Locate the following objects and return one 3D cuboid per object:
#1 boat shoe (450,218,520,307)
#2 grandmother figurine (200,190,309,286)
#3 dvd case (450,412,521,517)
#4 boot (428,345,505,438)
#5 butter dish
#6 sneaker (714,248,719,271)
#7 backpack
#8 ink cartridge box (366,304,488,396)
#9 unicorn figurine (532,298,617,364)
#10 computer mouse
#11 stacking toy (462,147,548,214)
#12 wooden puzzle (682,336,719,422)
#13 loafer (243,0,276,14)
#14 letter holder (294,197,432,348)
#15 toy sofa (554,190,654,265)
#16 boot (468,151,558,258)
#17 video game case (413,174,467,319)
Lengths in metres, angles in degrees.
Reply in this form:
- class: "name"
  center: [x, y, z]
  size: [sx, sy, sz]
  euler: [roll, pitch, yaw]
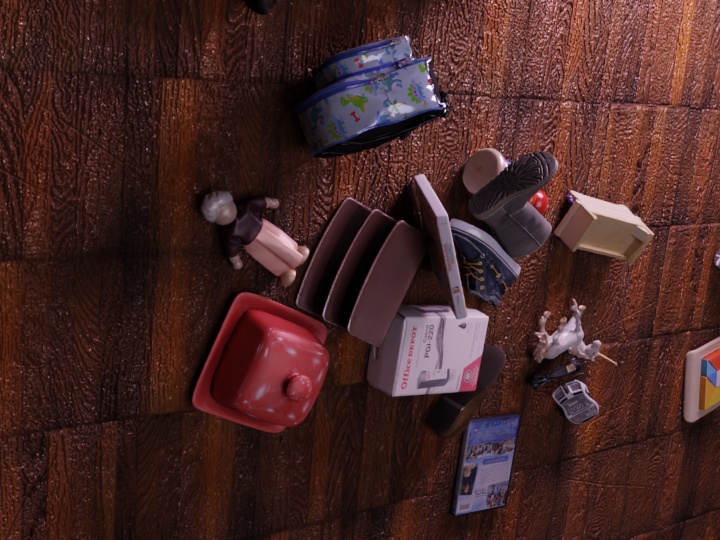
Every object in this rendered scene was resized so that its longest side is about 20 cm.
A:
- class: "boat shoe"
  center: [0.213, -0.010, 1.735]
  size: [0.200, 0.071, 0.091]
  euler: [37, 80, -38]
- class: "grandmother figurine"
  center: [-0.163, -0.060, 1.459]
  size: [0.200, 0.060, 0.122]
  euler: [36, 73, -40]
- class: "dvd case"
  center: [0.250, 0.385, 1.915]
  size: [0.141, 0.017, 0.202]
  euler: [-1, 103, -36]
- class: "boot"
  center: [0.206, 0.231, 1.817]
  size: [0.200, 0.073, 0.076]
  euler: [-50, 145, -8]
- class: "butter dish"
  center: [-0.127, 0.163, 1.494]
  size: [0.198, 0.147, 0.202]
  euler: [25, 88, -39]
- class: "sneaker"
  center: [0.894, -0.033, 2.224]
  size: [0.199, 0.077, 0.080]
  euler: [-23, 125, -29]
- class: "backpack"
  center: [0.002, -0.256, 1.448]
  size: [0.199, 0.183, 0.148]
  euler: [-24, 93, -24]
- class: "ink cartridge box"
  center: [0.120, 0.139, 1.706]
  size: [0.198, 0.085, 0.147]
  euler: [2, 103, -34]
- class: "unicorn figurine"
  center: [0.420, 0.134, 1.938]
  size: [0.198, 0.074, 0.139]
  euler: [-11, 120, -18]
- class: "computer mouse"
  center: [0.426, 0.250, 1.977]
  size: [0.109, 0.044, 0.200]
  euler: [-30, 133, 12]
- class: "stacking toy"
  center: [0.272, -0.148, 1.742]
  size: [0.199, 0.085, 0.086]
  euler: [23, 90, -45]
- class: "wooden puzzle"
  center: [0.848, 0.252, 2.296]
  size: [0.198, 0.037, 0.187]
  euler: [-17, 113, -31]
- class: "loafer"
  center: [-0.146, -0.460, 1.339]
  size: [0.071, 0.073, 0.202]
  euler: [-25, 117, -25]
- class: "letter holder"
  center: [0.000, 0.000, 1.568]
  size: [0.141, 0.100, 0.202]
  euler: [28, 87, -36]
- class: "toy sofa"
  center: [0.476, -0.083, 1.910]
  size: [0.198, 0.098, 0.083]
  euler: [10, 123, -37]
- class: "boot"
  center: [0.295, -0.107, 1.683]
  size: [0.181, 0.073, 0.200]
  euler: [-30, 140, 21]
- class: "video game case"
  center: [0.131, -0.043, 1.596]
  size: [0.023, 0.200, 0.184]
  euler: [-15, 115, -2]
